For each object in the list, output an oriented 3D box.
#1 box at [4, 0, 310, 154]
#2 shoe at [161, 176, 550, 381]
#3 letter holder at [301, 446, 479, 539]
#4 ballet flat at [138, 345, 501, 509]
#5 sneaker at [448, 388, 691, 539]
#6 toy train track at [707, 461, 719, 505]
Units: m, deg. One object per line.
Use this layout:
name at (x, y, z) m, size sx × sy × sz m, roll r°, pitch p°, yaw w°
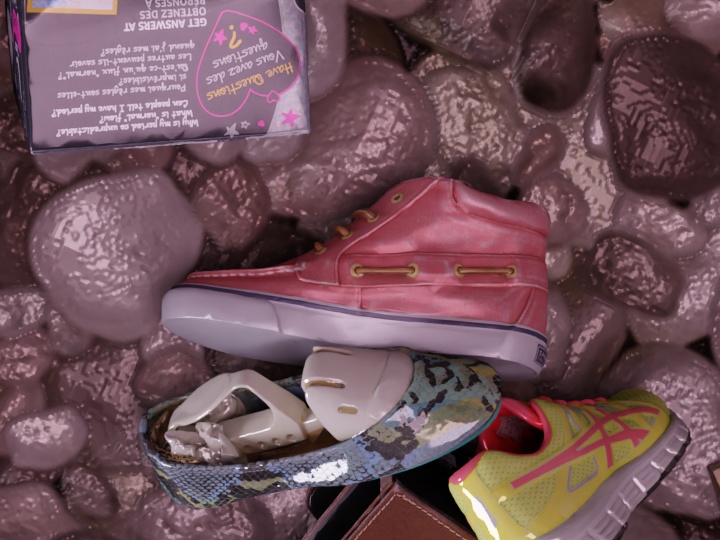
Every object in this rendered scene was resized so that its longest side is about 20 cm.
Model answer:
box at (-0.099, -0.126, 1.146) m, size 0.131 × 0.200 × 0.116 m, roll -4°, pitch 104°, yaw -10°
shoe at (0.000, 0.000, 1.263) m, size 0.198 × 0.072 × 0.092 m, roll 6°, pitch 75°, yaw 2°
letter holder at (0.051, 0.190, 1.290) m, size 0.199 × 0.101 × 0.142 m, roll 35°, pitch 108°, yaw -16°
ballet flat at (-0.028, 0.072, 1.224) m, size 0.199 × 0.074 × 0.075 m, roll -19°, pitch 106°, yaw 26°
sneaker at (0.104, 0.092, 1.243) m, size 0.090 × 0.200 × 0.078 m, roll 46°, pitch 115°, yaw 3°
toy train track at (0.235, 0.199, 1.362) m, size 0.114 × 0.033 × 0.201 m, roll -20°, pitch 103°, yaw -6°
